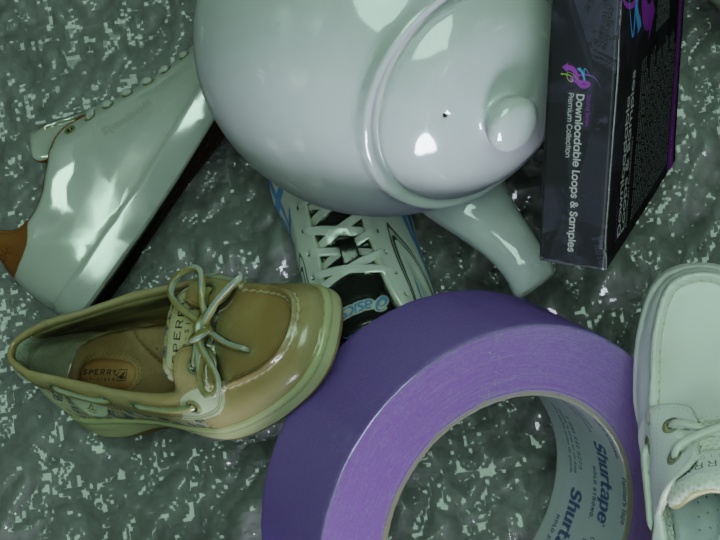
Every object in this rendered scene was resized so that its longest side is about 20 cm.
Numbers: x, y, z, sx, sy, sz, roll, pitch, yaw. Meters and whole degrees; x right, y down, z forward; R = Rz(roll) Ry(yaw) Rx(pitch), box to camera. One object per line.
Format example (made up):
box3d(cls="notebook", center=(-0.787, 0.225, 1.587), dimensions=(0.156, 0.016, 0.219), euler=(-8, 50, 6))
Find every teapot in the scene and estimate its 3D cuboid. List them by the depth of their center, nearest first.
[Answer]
box3d(cls="teapot", center=(0.028, -0.103, 0.821), dimensions=(0.146, 0.200, 0.198), euler=(43, 115, 43))

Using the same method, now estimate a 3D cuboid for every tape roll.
box3d(cls="tape roll", center=(0.055, 0.113, 0.849), dimensions=(0.200, 0.066, 0.200), euler=(-7, 107, -26))

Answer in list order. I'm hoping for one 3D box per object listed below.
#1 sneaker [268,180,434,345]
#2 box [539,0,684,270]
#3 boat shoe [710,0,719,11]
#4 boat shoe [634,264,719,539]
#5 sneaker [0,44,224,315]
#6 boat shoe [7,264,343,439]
box3d(cls="sneaker", center=(0.000, 0.000, 0.915), dimensions=(0.072, 0.072, 0.200), euler=(-18, 81, 0))
box3d(cls="box", center=(0.124, -0.098, 0.843), dimensions=(0.036, 0.200, 0.143), euler=(6, 109, 16))
box3d(cls="boat shoe", center=(0.243, -0.214, 0.935), dimensions=(0.062, 0.072, 0.200), euler=(25, 82, -38))
box3d(cls="boat shoe", center=(0.160, 0.092, 0.778), dimensions=(0.071, 0.069, 0.200), euler=(-7, 79, 10))
box3d(cls="sneaker", center=(-0.121, -0.074, 0.926), dimensions=(0.085, 0.073, 0.200), euler=(35, 85, 3))
box3d(cls="boat shoe", center=(-0.092, 0.041, 0.856), dimensions=(0.200, 0.063, 0.073), euler=(-17, 54, 41))
